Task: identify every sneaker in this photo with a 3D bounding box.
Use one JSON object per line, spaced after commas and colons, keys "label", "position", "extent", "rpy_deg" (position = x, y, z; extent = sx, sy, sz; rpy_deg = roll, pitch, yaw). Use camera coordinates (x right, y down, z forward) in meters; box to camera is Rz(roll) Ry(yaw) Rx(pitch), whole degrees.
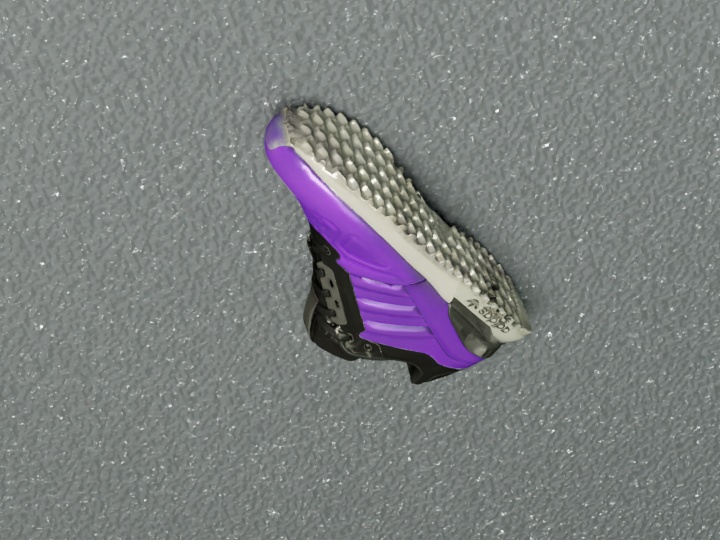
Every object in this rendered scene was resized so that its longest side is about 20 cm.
{"label": "sneaker", "position": [0.000, 0.001, 0.866], "extent": [0.099, 0.070, 0.200], "rpy_deg": [-34, 125, 20]}
